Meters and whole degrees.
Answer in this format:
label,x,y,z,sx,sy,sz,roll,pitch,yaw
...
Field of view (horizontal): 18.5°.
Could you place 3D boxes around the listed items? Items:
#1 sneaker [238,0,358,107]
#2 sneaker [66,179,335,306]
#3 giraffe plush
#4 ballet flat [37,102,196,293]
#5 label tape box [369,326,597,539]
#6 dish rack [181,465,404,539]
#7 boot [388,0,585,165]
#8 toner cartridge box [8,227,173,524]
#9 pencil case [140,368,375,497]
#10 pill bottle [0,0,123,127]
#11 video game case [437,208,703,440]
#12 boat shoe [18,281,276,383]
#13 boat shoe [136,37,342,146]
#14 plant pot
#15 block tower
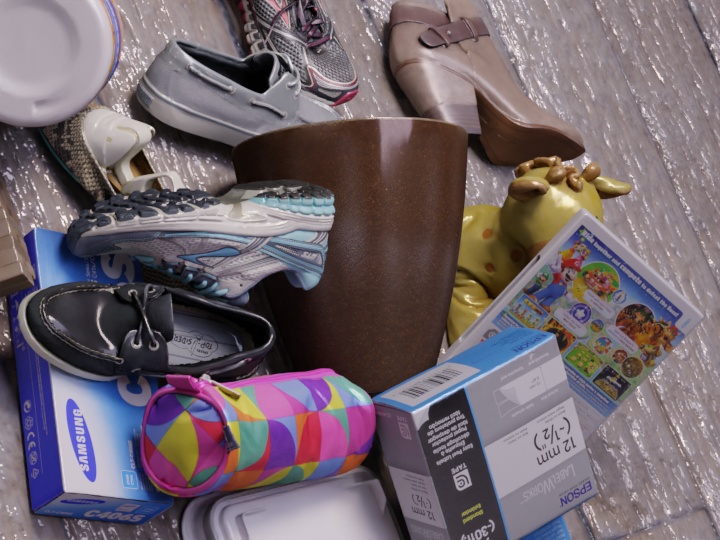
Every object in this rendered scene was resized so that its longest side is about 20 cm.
label,x,y,z,sx,sy,sz,roll,pitch,yaw
sneaker,-0.063,-0.226,1.844,0.080,0.075,0.201,-29,85,-49
sneaker,-0.111,-0.013,1.581,0.199,0.078,0.087,-4,103,-20
giraffe plush,0.148,-0.022,1.857,0.200,0.162,0.173,53,41,-5
ballet flat,-0.165,-0.062,1.643,0.068,0.075,0.201,-30,87,-48
label tape box,0.103,0.163,1.670,0.143,0.066,0.201,-26,106,-29
dish rack,-0.027,0.226,1.621,0.199,0.043,0.173,-9,73,-46
boot,0.111,-0.175,1.993,0.199,0.070,0.147,7,58,-42
toner cartridge box,-0.192,0.074,1.554,0.095,0.043,0.201,11,58,-40
pencil case,-0.071,0.113,1.568,0.200,0.088,0.089,1,64,-58
pill bottle,-0.225,-0.164,1.564,0.112,0.112,0.200,49,4,-8
video game case,0.164,0.066,1.807,0.143,0.200,0.018,39,11,-19
boat shoe,-0.142,0.040,1.541,0.199,0.066,0.075,19,54,-37
boat shoe,-0.082,-0.139,1.763,0.200,0.072,0.070,11,32,-39
plant pot,0.000,0.000,1.706,0.186,0.186,0.201,4,77,-43
block tower,-0.281,-0.074,1.536,0.054,0.057,0.201,74,-2,-74
